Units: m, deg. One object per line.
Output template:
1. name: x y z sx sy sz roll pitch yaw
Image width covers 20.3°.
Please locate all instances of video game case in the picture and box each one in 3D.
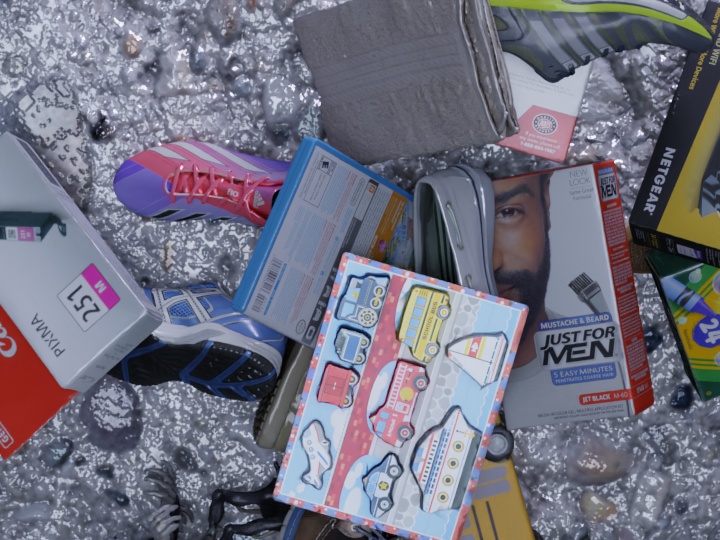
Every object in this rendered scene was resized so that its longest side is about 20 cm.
1. video game case: 0.000 0.000 1.569 0.200 0.018 0.144 28 82 -41

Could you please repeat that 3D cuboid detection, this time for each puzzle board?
1. puzzle board: 0.031 0.102 1.541 0.150 0.017 0.201 16 97 -2

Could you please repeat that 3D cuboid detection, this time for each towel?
1. towel: 0.032 -0.151 1.556 0.034 0.200 0.133 -22 99 -43

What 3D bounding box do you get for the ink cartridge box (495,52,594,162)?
1. ink cartridge box: 0.133 -0.199 1.593 0.116 0.068 0.201 16 99 -3

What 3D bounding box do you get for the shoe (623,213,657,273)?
1. shoe: 0.290 -0.061 1.627 0.199 0.053 0.070 -28 132 7

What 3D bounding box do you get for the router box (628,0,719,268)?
1. router box: 0.315 -0.096 1.559 0.157 0.052 0.201 17 76 18

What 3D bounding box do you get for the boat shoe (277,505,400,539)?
1. boat shoe: -0.002 0.189 1.596 0.072 0.072 0.200 10 60 34

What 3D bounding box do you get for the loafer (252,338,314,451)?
1. loafer: -0.023 0.059 1.628 0.068 0.076 0.201 24 94 -14

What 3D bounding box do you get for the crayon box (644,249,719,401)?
1. crayon box: 0.344 0.009 1.613 0.199 0.052 0.126 -23 118 2

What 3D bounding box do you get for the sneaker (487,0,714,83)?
1. sneaker: 0.169 -0.182 1.533 0.199 0.074 0.081 9 106 5

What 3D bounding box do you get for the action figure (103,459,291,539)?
1. action figure: -0.147 0.213 1.630 0.199 0.119 0.102 -22 117 -7

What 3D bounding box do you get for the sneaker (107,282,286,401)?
1. sneaker: -0.152 0.048 1.631 0.199 0.077 0.076 15 135 12

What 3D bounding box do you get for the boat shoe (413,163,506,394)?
1. boat shoe: 0.068 0.018 1.576 0.067 0.073 0.201 -10 95 -42

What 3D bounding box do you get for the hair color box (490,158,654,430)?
1. hair color box: 0.159 0.020 1.600 0.110 0.064 0.201 -9 91 24

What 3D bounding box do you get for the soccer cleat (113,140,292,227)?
1. soccer cleat: -0.100 -0.063 1.606 0.199 0.076 0.067 7 98 -2

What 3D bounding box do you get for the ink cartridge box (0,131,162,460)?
1. ink cartridge box: -0.281 0.020 1.598 0.173 0.044 0.200 -41 72 5

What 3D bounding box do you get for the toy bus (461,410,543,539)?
1. toy bus: 0.105 0.205 1.652 0.078 0.065 0.201 -16 98 4
